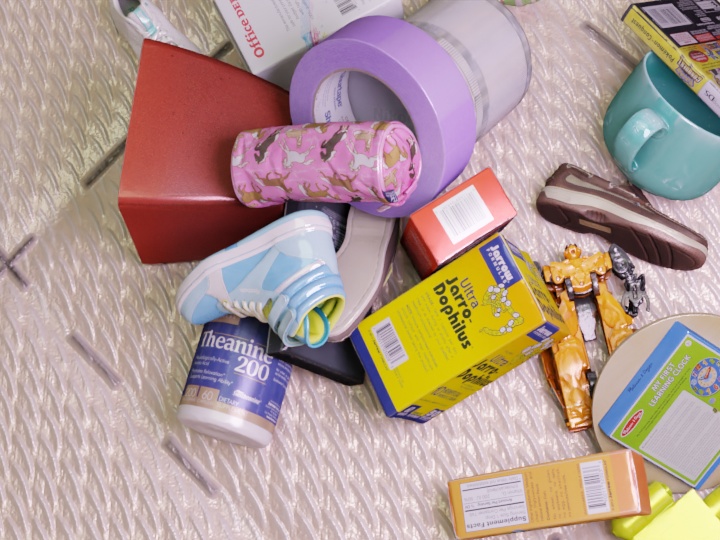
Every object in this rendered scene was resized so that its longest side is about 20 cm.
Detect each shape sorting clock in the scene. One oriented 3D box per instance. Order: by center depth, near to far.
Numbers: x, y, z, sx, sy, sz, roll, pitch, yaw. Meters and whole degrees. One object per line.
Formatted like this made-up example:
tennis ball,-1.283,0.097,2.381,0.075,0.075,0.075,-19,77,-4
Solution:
shape sorting clock,0.337,0.138,1.197,0.196,0.039,0.203,-1,111,-3

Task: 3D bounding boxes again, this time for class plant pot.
plant pot,-0.166,-0.125,1.333,0.173,0.200,0.203,5,71,0

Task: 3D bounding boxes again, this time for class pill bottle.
pill bottle,-0.126,0.086,1.289,0.109,0.111,0.203,12,73,12

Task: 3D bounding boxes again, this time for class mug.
mug,0.333,-0.156,1.281,0.182,0.115,0.154,11,44,-25

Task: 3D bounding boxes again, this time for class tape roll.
tape roll,0.021,-0.159,1.208,0.199,0.202,0.066,34,47,18

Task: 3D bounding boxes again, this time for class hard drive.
hard drive,-0.037,0.014,1.291,0.033,0.139,0.203,-10,65,39

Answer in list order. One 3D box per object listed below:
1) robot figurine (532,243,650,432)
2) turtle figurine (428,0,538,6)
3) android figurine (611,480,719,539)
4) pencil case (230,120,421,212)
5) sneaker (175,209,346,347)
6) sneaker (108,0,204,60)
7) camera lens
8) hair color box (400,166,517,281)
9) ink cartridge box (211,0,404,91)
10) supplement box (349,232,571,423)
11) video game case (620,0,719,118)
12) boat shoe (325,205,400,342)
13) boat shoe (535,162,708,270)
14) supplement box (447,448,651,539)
robot figurine,0.252,0.069,1.270,0.143,0.058,0.203,-11,70,3
turtle figurine,0.170,-0.394,1.390,0.142,0.201,0.196,17,64,-1
android figurine,0.331,0.311,1.177,0.199,0.041,0.183,-37,72,-2
pencil case,-0.039,-0.105,1.174,0.197,0.082,0.088,3,86,31
sneaker,-0.101,0.037,1.187,0.198,0.079,0.132,-31,66,23
sneaker,-0.260,-0.294,1.453,0.075,0.089,0.200,-41,71,-9
camera lens,0.090,-0.215,1.309,0.159,0.161,0.200,33,48,17
hair color box,0.102,-0.045,1.252,0.101,0.200,0.062,-32,86,-3
ink cartridge box,-0.060,-0.302,1.397,0.198,0.145,0.147,-27,70,-2
supplement box,0.106,0.066,1.235,0.199,0.109,0.111,-33,68,16
video game case,0.408,-0.241,1.309,0.199,0.026,0.181,-18,62,-45
boat shoe,0.000,0.000,1.259,0.071,0.060,0.202,5,54,20
boat shoe,0.303,-0.070,1.305,0.200,0.075,0.075,24,69,15
supplement box,0.193,0.233,1.190,0.197,0.066,0.070,-12,73,23
